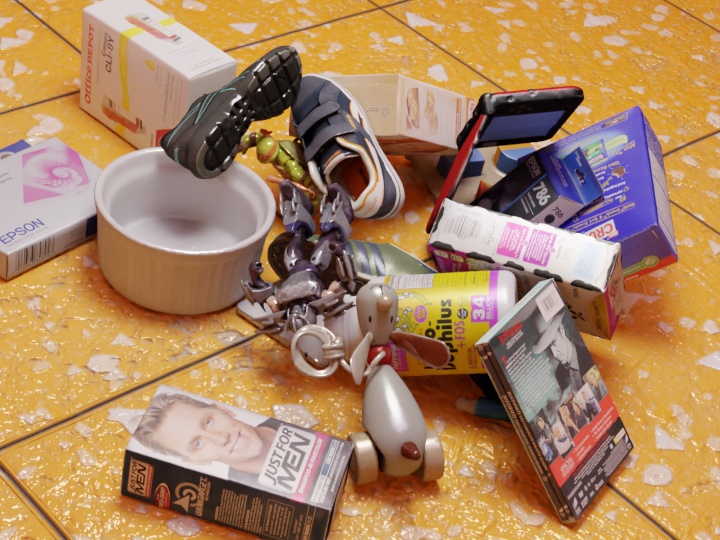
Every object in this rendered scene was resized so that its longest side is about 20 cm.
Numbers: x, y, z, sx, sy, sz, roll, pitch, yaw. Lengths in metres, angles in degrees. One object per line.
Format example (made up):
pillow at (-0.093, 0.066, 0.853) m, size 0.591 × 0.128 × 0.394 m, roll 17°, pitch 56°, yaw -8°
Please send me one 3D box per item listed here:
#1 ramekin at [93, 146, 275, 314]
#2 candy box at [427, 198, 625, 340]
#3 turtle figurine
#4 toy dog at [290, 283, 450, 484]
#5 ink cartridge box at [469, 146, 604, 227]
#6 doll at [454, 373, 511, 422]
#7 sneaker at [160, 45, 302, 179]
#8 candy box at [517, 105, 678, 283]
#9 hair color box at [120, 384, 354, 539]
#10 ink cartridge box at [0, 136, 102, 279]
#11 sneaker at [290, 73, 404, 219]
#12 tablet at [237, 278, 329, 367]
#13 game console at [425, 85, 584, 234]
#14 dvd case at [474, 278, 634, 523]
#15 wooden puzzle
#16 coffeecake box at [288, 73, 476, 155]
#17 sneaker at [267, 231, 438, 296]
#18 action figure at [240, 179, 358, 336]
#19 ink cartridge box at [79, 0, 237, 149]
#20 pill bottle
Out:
ramekin at (-0.196, -0.041, 1.636) m, size 0.197 × 0.099 × 0.202 m, roll 8°, pitch 36°, yaw -6°
candy box at (0.181, 0.000, 1.600) m, size 0.197 × 0.137 × 0.062 m, roll 15°, pitch 70°, yaw 19°
turtle figurine at (-0.081, -0.126, 1.753) m, size 0.199 × 0.065 × 0.161 m, roll 34°, pitch 2°, yaw 40°
toy dog at (0.029, 0.115, 1.432) m, size 0.131 × 0.096 × 0.202 m, roll -26°, pitch 90°, yaw -19°
ink cartridge box at (0.181, -0.068, 1.724) m, size 0.039 × 0.199 × 0.100 m, roll 42°, pitch 18°, yaw -35°
doll at (0.157, 0.116, 1.574) m, size 0.135 × 0.049 × 0.200 m, roll -18°, pitch 43°, yaw -23°
sneaker at (-0.145, -0.189, 1.672) m, size 0.079 × 0.076 × 0.200 m, roll 21°, pitch 56°, yaw 38°
candy box at (0.273, -0.072, 1.733) m, size 0.167 × 0.077 × 0.202 m, roll -23°, pitch 41°, yaw 25°
hair color box at (-0.114, 0.184, 1.390) m, size 0.197 × 0.061 × 0.100 m, roll 15°, pitch 35°, yaw 5°
ink cartridge box at (-0.391, -0.087, 1.688) m, size 0.199 × 0.044 × 0.196 m, roll 33°, pitch 41°, yaw 23°
sneaker at (-0.028, -0.145, 1.681) m, size 0.201 × 0.078 × 0.079 m, roll 54°, pitch 27°, yaw 19°
tablet at (-0.029, 0.033, 1.660) m, size 0.129 × 0.014 × 0.199 m, roll 32°, pitch 41°, yaw 24°
game console at (0.161, -0.123, 1.698) m, size 0.170 × 0.200 × 0.121 m, roll -6°, pitch 82°, yaw -6°
dvd case at (0.197, 0.127, 1.483) m, size 0.022 × 0.202 × 0.146 m, roll -17°, pitch 14°, yaw 41°
wooden puzzle at (0.176, -0.113, 1.891) m, size 0.183 × 0.047 × 0.201 m, roll -8°, pitch 41°, yaw -26°
coffeecake box at (0.030, -0.186, 1.808) m, size 0.152 × 0.074 × 0.199 m, roll 2°, pitch -1°, yaw 31°
sneaker at (0.000, 0.000, 1.654) m, size 0.198 × 0.068 × 0.090 m, roll 21°, pitch 28°, yaw 10°
action figure at (-0.058, -0.007, 1.544) m, size 0.128 × 0.070 × 0.202 m, roll -8°, pitch 43°, yaw 14°
ink cartridge box at (-0.254, -0.229, 1.832) m, size 0.199 × 0.147 × 0.083 m, roll 35°, pitch 43°, yaw 28°
pill bottle at (0.065, 0.057, 1.542) m, size 0.197 × 0.105 × 0.105 m, roll -3°, pitch 34°, yaw 9°
